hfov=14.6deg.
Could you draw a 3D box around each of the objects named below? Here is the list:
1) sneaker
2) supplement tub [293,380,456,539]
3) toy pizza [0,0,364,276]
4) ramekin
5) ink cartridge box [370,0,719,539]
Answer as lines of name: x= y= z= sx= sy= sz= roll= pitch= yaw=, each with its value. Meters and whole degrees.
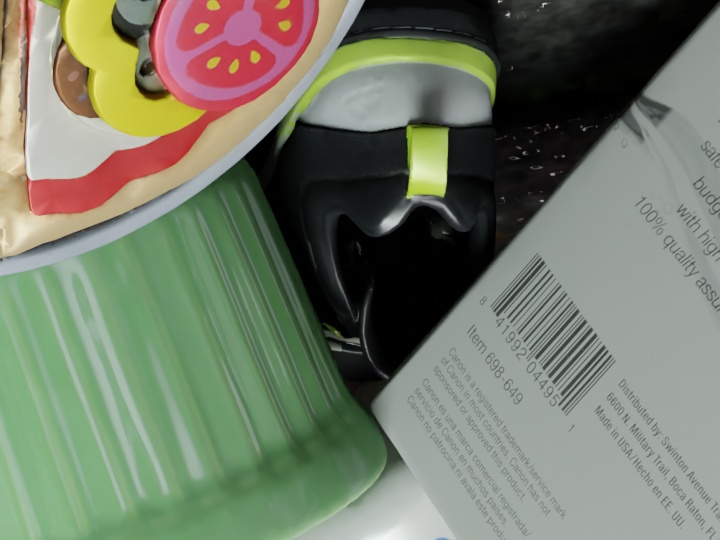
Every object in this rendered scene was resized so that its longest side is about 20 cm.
sneaker: x=0.000 y=0.000 z=0.813 sx=0.071 sy=0.083 sz=0.200 roll=-2 pitch=153 yaw=-5
supplement tub: x=0.050 y=0.134 z=0.890 sx=0.132 sy=0.132 sz=0.201 roll=-24 pitch=104 yaw=33
toy pizza: x=-0.072 y=-0.083 z=0.586 sx=0.199 sy=0.032 sz=0.201 roll=-15 pitch=124 yaw=-23
ramekin: x=-0.101 y=0.038 z=0.771 sx=0.199 sy=0.098 sz=0.200 roll=-18 pitch=-174 yaw=2
ink cartridge box: x=0.118 y=0.018 z=0.724 sx=0.085 sy=0.146 sz=0.200 roll=17 pitch=120 yaw=-47
